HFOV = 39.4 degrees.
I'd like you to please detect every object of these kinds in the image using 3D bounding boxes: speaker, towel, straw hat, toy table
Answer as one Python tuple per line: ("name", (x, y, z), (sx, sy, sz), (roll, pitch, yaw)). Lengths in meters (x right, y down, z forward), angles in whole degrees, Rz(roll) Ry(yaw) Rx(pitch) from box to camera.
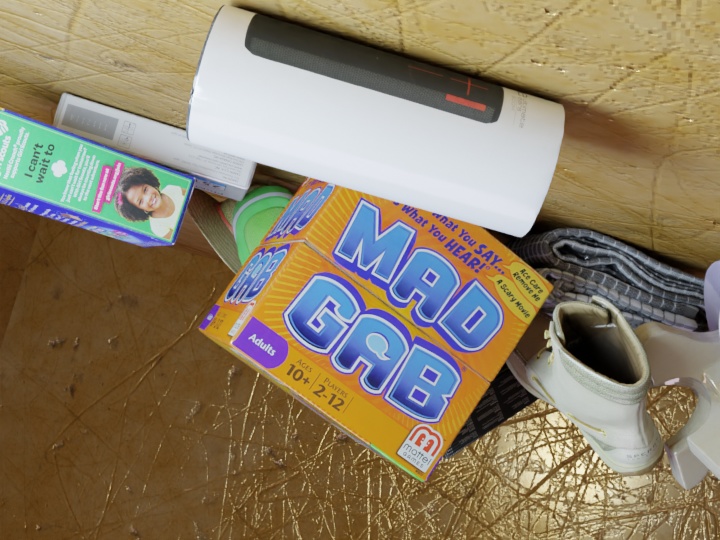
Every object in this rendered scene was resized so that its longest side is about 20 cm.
("speaker", (0.010, -0.082, 0.565), (0.200, 0.081, 0.081), (16, 175, -2))
("towel", (0.242, 0.019, 0.996), (0.200, 0.086, 0.166), (18, 173, -9))
("straw hat", (-0.129, -0.057, 1.226), (0.201, 0.085, 0.201), (53, -175, -6))
("speaker", (-0.076, 0.003, 1.075), (0.088, 0.088, 0.200), (20, -145, -45))
("toy table", (0.302, 0.093, 0.858), (0.200, 0.117, 0.184), (64, 174, -20))

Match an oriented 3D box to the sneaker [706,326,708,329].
("sneaker", (0.437, 0.102, 1.394), (0.091, 0.078, 0.200), (21, 172, -18))

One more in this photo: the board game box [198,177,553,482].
("board game box", (0.004, 0.034, 0.898), (0.200, 0.200, 0.200), (37, 170, -13))

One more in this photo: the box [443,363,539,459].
("box", (0.109, 0.121, 1.047), (0.200, 0.044, 0.160), (-27, -167, -30))

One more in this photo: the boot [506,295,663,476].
("boot", (0.180, 0.068, 0.866), (0.200, 0.072, 0.155), (49, 170, 39))

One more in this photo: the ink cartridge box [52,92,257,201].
("ink cartridge box", (-0.215, -0.123, 1.070), (0.200, 0.045, 0.176), (17, 174, -9))

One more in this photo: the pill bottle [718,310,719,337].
("pill bottle", (0.375, 0.052, 0.735), (0.200, 0.111, 0.111), (18, 175, -21))

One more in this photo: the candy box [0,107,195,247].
("candy box", (-0.285, -0.087, 1.000), (0.200, 0.077, 0.169), (17, 174, -22))
